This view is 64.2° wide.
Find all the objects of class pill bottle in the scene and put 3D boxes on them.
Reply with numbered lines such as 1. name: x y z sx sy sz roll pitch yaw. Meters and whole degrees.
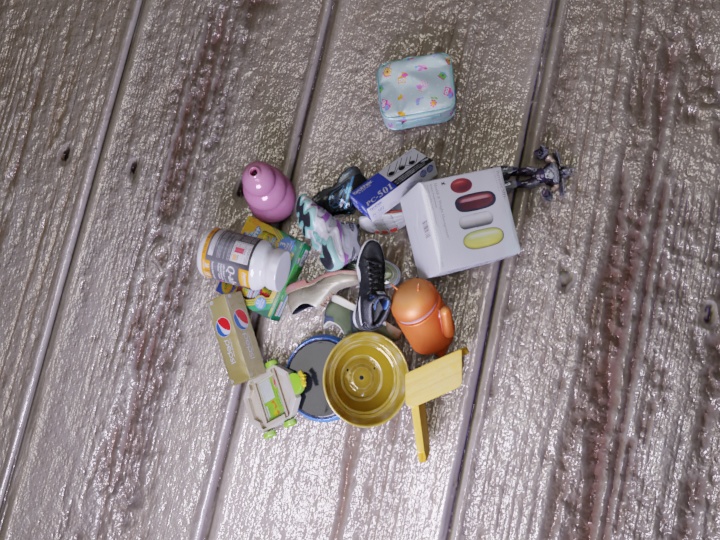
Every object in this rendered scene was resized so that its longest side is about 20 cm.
1. pill bottle: -0.267 -0.022 1.324 0.194 0.116 0.120 14 84 12

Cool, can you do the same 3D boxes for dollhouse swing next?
1. dollhouse swing: 0.179 0.283 1.229 0.177 0.200 0.180 -24 78 6

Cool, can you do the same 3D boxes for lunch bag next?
1. lunch bag: 0.134 -0.432 1.405 0.193 0.077 0.166 -7 82 9

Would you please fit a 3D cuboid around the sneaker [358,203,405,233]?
1. sneaker: 0.087 -0.152 1.387 0.194 0.078 0.084 -14 59 3

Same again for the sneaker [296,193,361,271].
1. sneaker: -0.061 -0.102 1.359 0.137 0.078 0.204 -19 74 -35

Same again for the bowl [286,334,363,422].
1. bowl: -0.090 0.256 1.366 0.194 0.039 0.208 -2 81 10

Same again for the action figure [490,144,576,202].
1. action figure: 0.403 -0.217 1.330 0.193 0.070 0.134 -8 72 5

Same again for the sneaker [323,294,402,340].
1. sneaker: -0.002 0.137 1.354 0.196 0.067 0.092 27 85 20

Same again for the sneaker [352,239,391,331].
1. sneaker: 0.037 0.032 1.264 0.071 0.111 0.207 7 86 -21

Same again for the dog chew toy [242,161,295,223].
1. dog chew toy: -0.226 -0.193 1.370 0.120 0.200 0.129 -2 76 7

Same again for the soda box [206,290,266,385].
1. soda box: -0.289 0.157 1.339 0.063 0.067 0.206 -22 84 26

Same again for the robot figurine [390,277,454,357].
1. robot figurine: 0.139 0.101 1.269 0.115 0.145 0.202 -31 121 4

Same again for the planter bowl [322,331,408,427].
1. planter bowl: 0.007 0.243 1.293 0.193 0.083 0.208 1 82 -9

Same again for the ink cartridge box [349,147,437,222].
1. ink cartridge box: 0.077 -0.204 1.356 0.198 0.045 0.094 -37 41 -9

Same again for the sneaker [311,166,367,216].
1. sneaker: -0.061 -0.164 1.403 0.199 0.073 0.082 -42 76 2

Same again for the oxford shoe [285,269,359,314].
1. oxford shoe: -0.082 0.053 1.345 0.195 0.071 0.076 -18 65 20

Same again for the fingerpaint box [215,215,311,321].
1. fingerpaint box: -0.238 -0.004 1.413 0.163 0.073 0.205 25 87 13

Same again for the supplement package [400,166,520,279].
1. supplement package: 0.216 -0.101 1.266 0.194 0.147 0.198 -13 86 -15

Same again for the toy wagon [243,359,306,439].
1. toy wagon: -0.193 0.292 1.346 0.197 0.039 0.159 -32 70 24

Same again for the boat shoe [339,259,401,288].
1. boat shoe: 0.000 0.000 1.374 0.193 0.062 0.075 9 83 12
